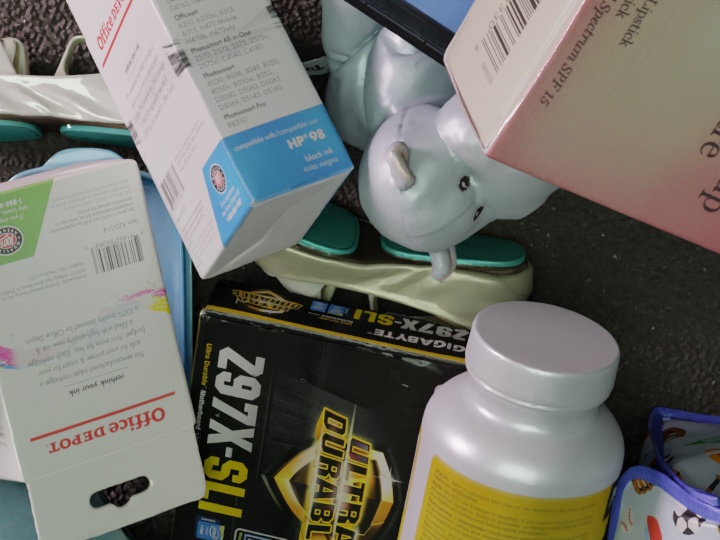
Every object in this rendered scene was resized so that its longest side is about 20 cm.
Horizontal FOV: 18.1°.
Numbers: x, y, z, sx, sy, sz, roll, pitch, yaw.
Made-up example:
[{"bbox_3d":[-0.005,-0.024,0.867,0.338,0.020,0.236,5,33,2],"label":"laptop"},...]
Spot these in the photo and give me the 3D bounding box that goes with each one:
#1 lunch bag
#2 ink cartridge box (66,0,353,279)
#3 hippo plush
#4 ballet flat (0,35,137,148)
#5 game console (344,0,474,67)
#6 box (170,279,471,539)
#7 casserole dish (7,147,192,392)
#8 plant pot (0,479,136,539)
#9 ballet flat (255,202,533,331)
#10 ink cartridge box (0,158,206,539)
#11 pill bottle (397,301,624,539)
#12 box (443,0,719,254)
[{"bbox_3d":[0.196,0.182,1.260,0.124,0.200,0.170,6,103,5],"label":"lunch bag"},{"bbox_3d":[-0.089,-0.111,1.237,0.067,0.116,0.200,-21,78,-24],"label":"ink cartridge box"},{"bbox_3d":[0.032,-0.096,1.218,0.200,0.161,0.159,-20,129,7],"label":"hippo plush"},{"bbox_3d":[-0.183,-0.105,1.321,0.200,0.069,0.070,2,102,2],"label":"ballet flat"},{"bbox_3d":[0.058,-0.206,1.133,0.200,0.118,0.171,34,82,12],"label":"game console"},{"bbox_3d":[-0.024,0.115,1.326,0.160,0.049,0.200,13,117,6],"label":"box"},{"bbox_3d":[-0.157,0.023,1.350,0.121,0.039,0.200,1,102,6],"label":"casserole dish"},{"bbox_3d":[-0.191,0.193,1.321,0.135,0.200,0.200,-34,96,-6],"label":"plant pot"},{"bbox_3d":[0.000,0.000,1.318,0.200,0.069,0.070,14,102,3],"label":"ballet flat"},{"bbox_3d":[-0.167,0.047,1.273,0.117,0.067,0.200,-17,99,-32],"label":"ink cartridge box"},{"bbox_3d":[0.082,0.123,1.237,0.112,0.112,0.200,13,116,4],"label":"pill bottle"},{"bbox_3d":[0.161,-0.094,1.084,0.200,0.109,0.128,21,115,-22],"label":"box"}]
